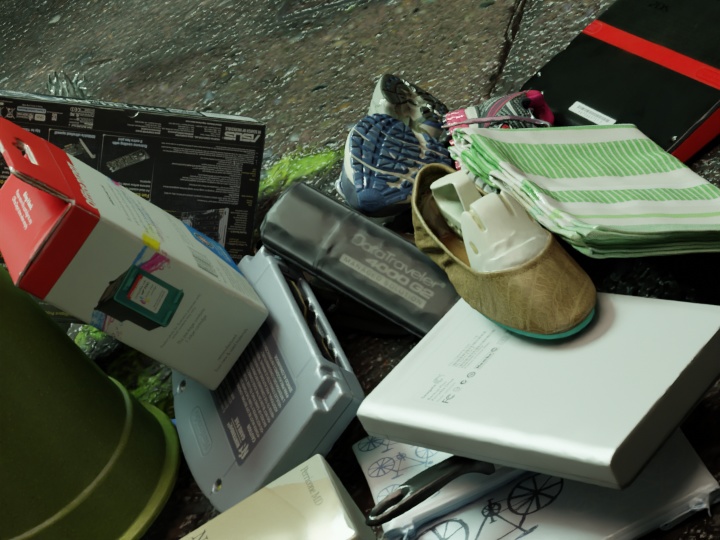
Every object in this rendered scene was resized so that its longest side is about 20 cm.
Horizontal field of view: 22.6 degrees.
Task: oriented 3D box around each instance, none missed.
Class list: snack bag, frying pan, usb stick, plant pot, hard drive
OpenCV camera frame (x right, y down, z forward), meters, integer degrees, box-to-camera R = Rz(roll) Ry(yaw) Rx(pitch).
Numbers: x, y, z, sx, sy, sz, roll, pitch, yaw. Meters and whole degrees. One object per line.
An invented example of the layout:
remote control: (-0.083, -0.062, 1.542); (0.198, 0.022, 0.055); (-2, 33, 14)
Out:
snack bag: (0.096, 0.118, 1.070); (0.188, 0.021, 0.200); (-29, 32, 4)
frying pan: (0.100, 0.096, 1.041); (0.115, 0.031, 0.190); (7, 47, 48)
usb stick: (0.019, 0.003, 1.203); (0.200, 0.033, 0.055); (30, 76, 25)
plant pot: (-0.249, 0.092, 1.198); (0.200, 0.190, 0.200); (-19, 34, 13)
hard drive: (0.107, 0.060, 1.040); (0.200, 0.027, 0.132); (6, 42, 49)

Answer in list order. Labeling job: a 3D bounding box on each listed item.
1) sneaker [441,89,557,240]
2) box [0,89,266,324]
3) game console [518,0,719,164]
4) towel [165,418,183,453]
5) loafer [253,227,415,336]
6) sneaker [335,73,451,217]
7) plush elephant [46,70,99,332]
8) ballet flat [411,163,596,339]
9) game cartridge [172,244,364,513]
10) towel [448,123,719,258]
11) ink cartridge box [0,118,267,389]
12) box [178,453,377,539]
sneaker: (0.108, -0.071, 1.261); (0.075, 0.081, 0.200); (-24, 33, 9)
box: (-0.175, -0.040, 1.286); (0.200, 0.158, 0.050); (4, 10, -18)
game console: (0.228, -0.152, 1.324); (0.177, 0.031, 0.200); (-43, 32, -6)
towel: (-0.212, 0.178, 1.249); (0.147, 0.024, 0.200); (-4, 41, 36)
loafer: (0.000, 0.000, 1.263); (0.200, 0.071, 0.073); (-8, 40, 34)
sneaker: (0.020, -0.071, 1.328); (0.085, 0.077, 0.200); (-62, 1, 25)
plush elephant: (-0.168, -0.054, 1.411); (0.155, 0.200, 0.165); (7, 19, 9)
ballet flat: (0.078, -0.022, 1.103); (0.068, 0.072, 0.200); (-26, 26, -8)
game cartridge: (-0.069, 0.080, 1.200); (0.133, 0.041, 0.200); (-50, 32, 14)
towel: (0.160, -0.055, 1.145); (0.152, 0.023, 0.200); (-2, 22, -22)
ink cartridge box: (-0.169, -0.013, 1.177); (0.067, 0.200, 0.116); (-54, 30, 8)
box: (-0.079, 0.205, 1.046); (0.200, 0.078, 0.095); (-33, 31, -1)
